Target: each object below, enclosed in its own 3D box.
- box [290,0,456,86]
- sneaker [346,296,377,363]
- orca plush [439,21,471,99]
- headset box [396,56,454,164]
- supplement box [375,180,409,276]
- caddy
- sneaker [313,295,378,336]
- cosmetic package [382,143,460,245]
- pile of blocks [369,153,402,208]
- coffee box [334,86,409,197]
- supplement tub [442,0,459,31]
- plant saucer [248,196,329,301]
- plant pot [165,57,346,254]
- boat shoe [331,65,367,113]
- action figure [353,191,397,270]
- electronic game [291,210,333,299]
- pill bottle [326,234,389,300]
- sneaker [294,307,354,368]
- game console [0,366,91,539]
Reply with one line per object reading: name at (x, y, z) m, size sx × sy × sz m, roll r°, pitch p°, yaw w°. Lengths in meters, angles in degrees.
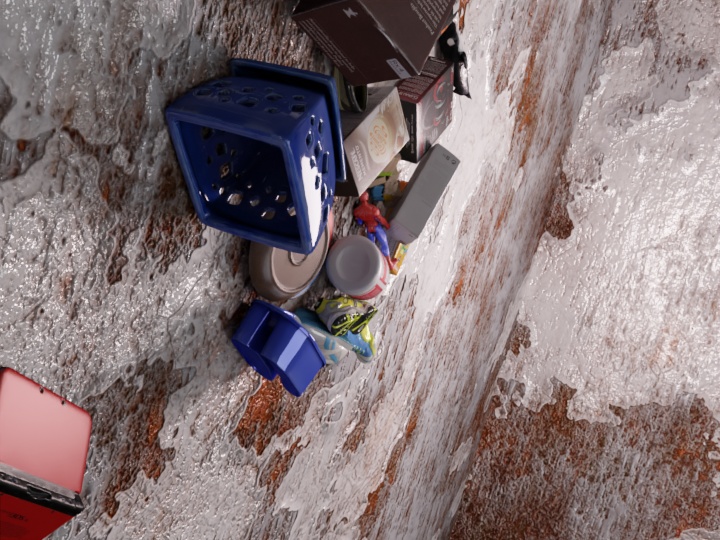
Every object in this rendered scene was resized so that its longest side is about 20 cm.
box at (0.031, -0.426, 1.175) m, size 0.165 × 0.162 × 0.203 m, roll 40°, pitch 70°, yaw -36°
sneaker at (-0.024, 0.147, 1.675) m, size 0.104 × 0.075 × 0.204 m, roll -38°, pitch 135°, yaw -31°
orca plush at (0.200, -0.467, 1.726) m, size 0.201 × 0.069 × 0.107 m, roll 65°, pitch 6°, yaw -63°
headset box at (0.124, -0.337, 1.611) m, size 0.201 × 0.074 × 0.151 m, roll -51°, pitch 150°, yaw -38°
supplement box at (0.087, -0.096, 1.723) m, size 0.204 × 0.068 × 0.066 m, roll -66°, pitch 155°, yaw -8°
caddy at (-0.136, 0.127, 1.318) m, size 0.106 × 0.139 × 0.201 m, roll -54°, pitch 152°, yaw -20°
sneaker at (-0.025, 0.080, 1.528) m, size 0.076 × 0.076 × 0.199 m, roll -50°, pitch 161°, yaw 10°
cosmetic package at (0.131, -0.163, 1.642) m, size 0.203 × 0.073 × 0.102 m, roll -59°, pitch -173°, yaw -15°
pile of blocks at (0.041, -0.202, 1.571) m, size 0.201 × 0.080 × 0.063 m, roll 79°, pitch -6°, yaw -63°
coffee box at (0.002, -0.238, 1.392) m, size 0.201 × 0.078 × 0.116 m, roll -52°, pitch 135°, yaw -37°
supplement tub at (0.107, -0.481, 1.409) m, size 0.201 × 0.120 × 0.124 m, roll -53°, pitch 151°, yaw -32°
plant saucer at (-0.112, -0.040, 1.298) m, size 0.199 × 0.032 × 0.205 m, roll -32°, pitch 131°, yaw -44°
plant pot at (-0.126, -0.172, 1.058) m, size 0.203 × 0.195 × 0.181 m, roll 82°, pitch 30°, yaw -45°
boat shoe at (-0.013, -0.368, 1.302) m, size 0.072 × 0.065 × 0.205 m, roll -41°, pitch 142°, yaw -42°
action figure at (0.029, -0.087, 1.598) m, size 0.202 × 0.064 × 0.052 m, roll 69°, pitch 34°, yaw -44°
electronic game at (-0.105, -0.046, 1.375) m, size 0.200 × 0.041 × 0.204 m, roll -46°, pitch 145°, yaw -44°
pill bottle at (0.000, 0.000, 1.529) m, size 0.200 × 0.110 × 0.115 m, roll 42°, pitch 69°, yaw -79°
sneaker at (-0.085, 0.141, 1.517) m, size 0.081 × 0.077 × 0.200 m, roll -44°, pitch 144°, yaw 3°
game console at (-0.429, 0.240, 0.917) m, size 0.170 × 0.120 × 0.201 m, roll -34°, pitch 149°, yaw -3°
